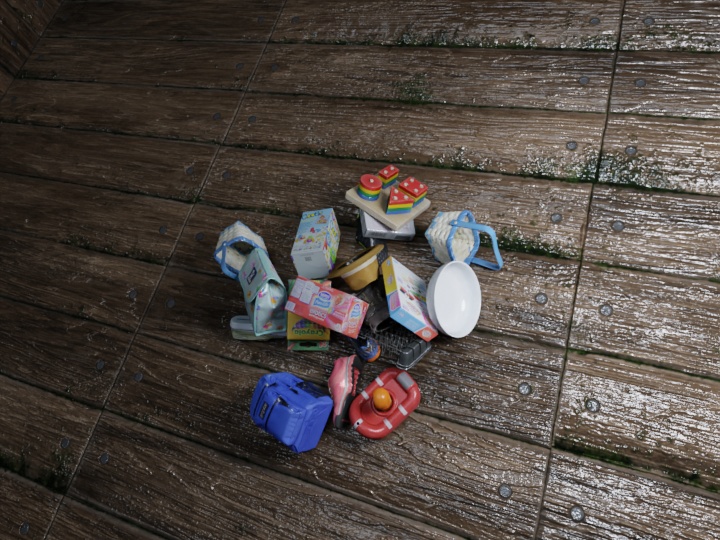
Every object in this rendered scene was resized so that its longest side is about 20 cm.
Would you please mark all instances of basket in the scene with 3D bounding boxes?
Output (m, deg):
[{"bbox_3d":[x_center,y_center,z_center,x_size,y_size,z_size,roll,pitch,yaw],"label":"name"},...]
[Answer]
[{"bbox_3d":[0.291,-0.080,1.533,0.198,0.177,0.140,23,66,35],"label":"basket"},{"bbox_3d":[-0.367,-0.035,1.731,0.138,0.176,0.202,-32,45,16],"label":"basket"}]

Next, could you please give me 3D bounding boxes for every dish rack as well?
[{"bbox_3d":[0.082,0.182,1.506,0.198,0.056,0.153,20,28,29],"label":"dish rack"}]

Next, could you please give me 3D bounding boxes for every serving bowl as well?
[{"bbox_3d":[0.241,0.077,1.489,0.065,0.199,0.203,-3,60,49],"label":"serving bowl"}]

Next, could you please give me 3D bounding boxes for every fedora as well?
[{"bbox_3d":[0.000,0.000,1.563,0.199,0.201,0.083,-31,97,1],"label":"fedora"}]

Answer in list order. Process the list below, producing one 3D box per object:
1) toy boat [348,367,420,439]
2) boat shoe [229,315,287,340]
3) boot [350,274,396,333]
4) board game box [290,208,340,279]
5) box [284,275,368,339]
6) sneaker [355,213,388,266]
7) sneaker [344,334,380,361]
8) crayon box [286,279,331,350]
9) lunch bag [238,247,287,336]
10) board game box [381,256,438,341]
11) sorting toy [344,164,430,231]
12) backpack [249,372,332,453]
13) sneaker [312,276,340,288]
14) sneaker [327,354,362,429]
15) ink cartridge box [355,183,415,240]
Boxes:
[{"bbox_3d":[0.056,0.341,1.435,0.200,0.131,0.131,-42,64,-6],"label":"toy boat"},{"bbox_3d":[-0.294,0.178,1.666,0.196,0.063,0.072,7,27,6],"label":"boat shoe"},{"bbox_3d":[0.059,0.096,1.537,0.199,0.070,0.173,-35,37,-29],"label":"boot"},{"bbox_3d":[-0.131,-0.081,1.675,0.103,0.104,0.202,-6,41,14],"label":"board game box"},{"bbox_3d":[-0.091,0.096,1.479,0.198,0.094,0.104,17,83,33],"label":"box"},{"bbox_3d":[0.027,-0.093,1.703,0.082,0.071,0.203,-27,56,31],"label":"sneaker"},{"bbox_3d":[-0.018,0.167,1.574,0.075,0.079,0.200,-43,61,-7],"label":"sneaker"},{"bbox_3d":[-0.148,0.129,1.592,0.124,0.051,0.204,1,86,-5],"label":"crayon box"},{"bbox_3d":[-0.281,0.058,1.603,0.120,0.203,0.171,-10,36,-19],"label":"lunch bag"},{"bbox_3d":[0.131,0.075,1.496,0.040,0.152,0.202,-38,35,25],"label":"board game box"},{"bbox_3d":[0.090,-0.233,1.664,0.199,0.070,0.198,34,44,18],"label":"sorting toy"},{"bbox_3d":[-0.200,0.362,1.476,0.198,0.167,0.165,27,93,31],"label":"backpack"},{"bbox_3d":[-0.149,0.072,1.674,0.089,0.067,0.201,32,83,44],"label":"sneaker"},{"bbox_3d":[-0.053,0.333,1.522,0.085,0.074,0.203,-5,60,30],"label":"sneaker"},{"bbox_3d":[0.074,-0.190,1.687,0.160,0.057,0.203,3,64,-20],"label":"ink cartridge box"}]
